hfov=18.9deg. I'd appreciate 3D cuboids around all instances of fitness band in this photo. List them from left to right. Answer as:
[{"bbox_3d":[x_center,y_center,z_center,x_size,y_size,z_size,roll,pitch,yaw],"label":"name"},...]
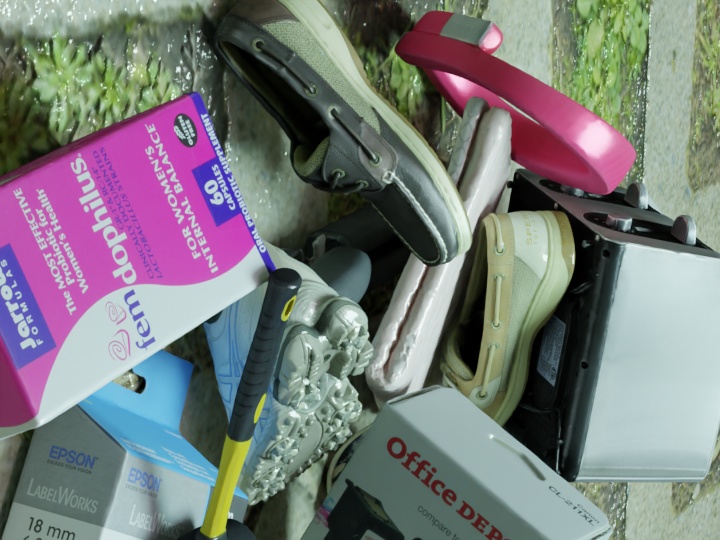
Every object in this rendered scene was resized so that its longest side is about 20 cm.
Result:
[{"bbox_3d":[0.097,-0.105,1.377,0.143,0.200,0.038,41,85,-24],"label":"fitness band"}]

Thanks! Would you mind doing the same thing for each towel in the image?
[{"bbox_3d":[0.050,-0.002,1.387,0.200,0.032,0.192,68,44,-79],"label":"towel"}]

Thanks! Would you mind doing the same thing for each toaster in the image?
[{"bbox_3d":[0.163,0.046,1.468,0.118,0.181,0.202,4,106,-18],"label":"toaster"}]

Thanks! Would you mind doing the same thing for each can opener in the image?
[{"bbox_3d":[0.000,0.000,1.343,0.200,0.066,0.054,-30,125,-56],"label":"can opener"}]

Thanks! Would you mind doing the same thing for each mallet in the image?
[{"bbox_3d":[-0.068,0.092,1.081,0.066,0.041,0.201,-34,145,-49],"label":"mallet"}]

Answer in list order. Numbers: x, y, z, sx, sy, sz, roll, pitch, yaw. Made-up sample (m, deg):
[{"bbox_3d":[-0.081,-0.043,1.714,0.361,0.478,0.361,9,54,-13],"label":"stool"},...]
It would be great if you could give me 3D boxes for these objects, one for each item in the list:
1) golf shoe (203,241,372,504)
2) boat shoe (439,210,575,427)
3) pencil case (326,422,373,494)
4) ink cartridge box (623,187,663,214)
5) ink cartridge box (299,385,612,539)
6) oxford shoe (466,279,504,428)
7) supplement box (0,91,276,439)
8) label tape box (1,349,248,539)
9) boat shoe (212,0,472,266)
[{"bbox_3d":[-0.051,0.055,1.242,0.078,0.097,0.201,-29,155,-29],"label":"golf shoe"},{"bbox_3d":[0.081,0.039,1.431,0.201,0.063,0.074,113,-27,-44],"label":"boat shoe"},{"bbox_3d":[0.055,0.160,1.480,0.200,0.089,0.078,36,27,-60],"label":"pencil case"},{"bbox_3d":[0.191,0.044,1.727,0.116,0.066,0.202,38,65,-61],"label":"ink cartridge box"},{"bbox_3d":[0.035,0.193,1.310,0.201,0.145,0.083,-59,159,19],"label":"ink cartridge box"},{"bbox_3d":[0.107,0.069,1.599,0.075,0.070,0.202,-132,-145,-76],"label":"oxford shoe"},{"bbox_3d":[-0.143,0.002,1.002,0.200,0.103,0.102,-35,103,-53],"label":"supplement box"},{"bbox_3d":[-0.124,0.136,1.153,0.144,0.063,0.202,33,70,-62],"label":"label tape box"},{"bbox_3d":[-0.014,-0.076,1.243,0.065,0.073,0.200,-43,102,-24],"label":"boat shoe"}]
